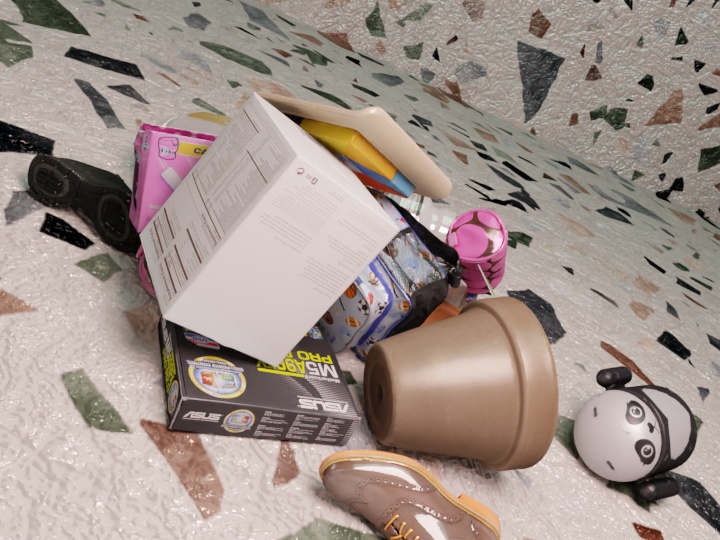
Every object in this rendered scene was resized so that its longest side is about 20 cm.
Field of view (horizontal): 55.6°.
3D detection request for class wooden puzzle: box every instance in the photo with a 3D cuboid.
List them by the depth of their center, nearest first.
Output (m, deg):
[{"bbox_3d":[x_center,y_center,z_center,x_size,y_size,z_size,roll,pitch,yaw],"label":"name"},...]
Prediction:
[{"bbox_3d":[-0.015,-0.138,0.796,0.199,0.037,0.185,16,-12,40],"label":"wooden puzzle"}]

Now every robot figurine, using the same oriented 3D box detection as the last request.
[{"bbox_3d":[0.384,0.222,0.945,0.199,0.126,0.150,4,22,-41],"label":"robot figurine"}]

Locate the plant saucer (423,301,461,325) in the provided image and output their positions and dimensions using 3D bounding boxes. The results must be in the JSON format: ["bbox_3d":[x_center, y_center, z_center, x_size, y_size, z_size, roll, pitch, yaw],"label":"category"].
[{"bbox_3d":[0.122,0.097,1.015,0.199,0.038,0.201,23,27,-12],"label":"plant saucer"}]

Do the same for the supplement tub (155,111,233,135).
[{"bbox_3d":[-0.198,-0.143,0.960,0.199,0.146,0.144,20,17,37],"label":"supplement tub"}]

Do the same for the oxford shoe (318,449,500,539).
[{"bbox_3d":[0.049,0.236,0.653,0.199,0.072,0.073,26,31,-7],"label":"oxford shoe"}]

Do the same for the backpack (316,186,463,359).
[{"bbox_3d":[0.000,0.000,0.870,0.153,0.200,0.191,-14,65,-37],"label":"backpack"}]

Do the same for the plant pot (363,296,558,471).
[{"bbox_3d":[0.100,0.132,0.785,0.173,0.201,0.201,-1,35,-18],"label":"plant pot"}]

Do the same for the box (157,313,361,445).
[{"bbox_3d":[-0.113,0.109,0.746,0.199,0.044,0.161,14,28,-28],"label":"box"}]

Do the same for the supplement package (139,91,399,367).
[{"bbox_3d":[-0.099,-0.040,0.709,0.151,0.200,0.151,32,16,-41],"label":"supplement package"}]

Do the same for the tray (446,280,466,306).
[{"bbox_3d":[0.117,0.009,1.076,0.107,0.022,0.200,48,-4,11],"label":"tray"}]

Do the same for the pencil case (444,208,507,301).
[{"bbox_3d":[0.167,-0.022,1.002,0.093,0.092,0.200,0,-17,10],"label":"pencil case"}]

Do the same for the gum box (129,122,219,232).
[{"bbox_3d":[-0.173,-0.099,0.812,0.199,0.114,0.066,5,17,-29],"label":"gum box"}]

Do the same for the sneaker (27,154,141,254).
[{"bbox_3d":[-0.322,-0.092,0.880,0.199,0.076,0.091,34,19,5],"label":"sneaker"}]

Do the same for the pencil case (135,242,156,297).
[{"bbox_3d":[-0.176,-0.009,0.860,0.086,0.084,0.199,-2,1,44],"label":"pencil case"}]

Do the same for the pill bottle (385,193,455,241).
[{"bbox_3d":[0.055,-0.091,1.176,0.199,0.117,0.117,20,26,-3],"label":"pill bottle"}]

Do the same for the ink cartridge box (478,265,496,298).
[{"bbox_3d":[0.199,0.106,0.931,0.200,0.048,0.146,49,18,-42],"label":"ink cartridge box"}]

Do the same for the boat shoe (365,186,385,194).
[{"bbox_3d":[0.010,-0.137,1.080,0.072,0.072,0.200,40,59,10],"label":"boat shoe"}]
